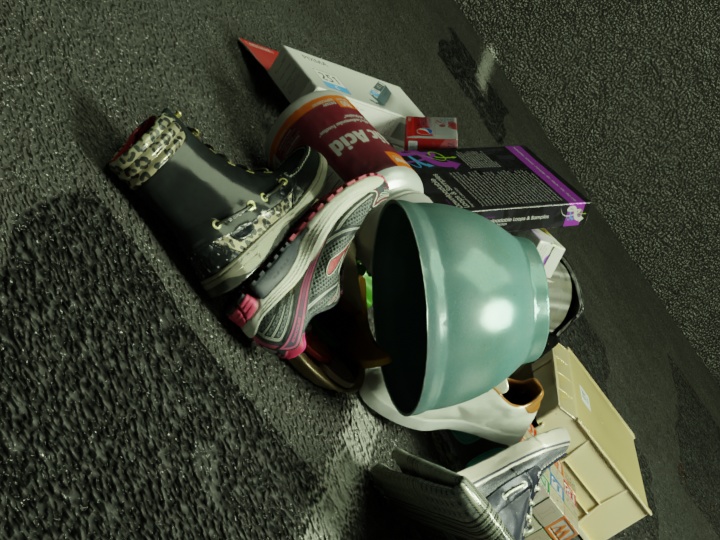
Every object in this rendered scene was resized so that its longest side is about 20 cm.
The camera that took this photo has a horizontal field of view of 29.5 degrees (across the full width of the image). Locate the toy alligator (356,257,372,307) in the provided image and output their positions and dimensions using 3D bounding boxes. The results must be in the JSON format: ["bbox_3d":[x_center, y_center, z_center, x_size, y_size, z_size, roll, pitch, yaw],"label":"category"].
[{"bbox_3d":[0.000,0.000,1.472,0.059,0.054,0.201,41,23,-39],"label":"toy alligator"}]

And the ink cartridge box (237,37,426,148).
[{"bbox_3d":[-0.030,-0.228,1.660,0.199,0.045,0.176,13,30,-44],"label":"ink cartridge box"}]

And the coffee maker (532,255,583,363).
[{"bbox_3d":[0.134,0.053,1.595,0.199,0.193,0.135,7,25,-41],"label":"coffee maker"}]

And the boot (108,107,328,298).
[{"bbox_3d":[-0.120,-0.090,1.205,0.154,0.073,0.204,49,43,-15],"label":"boot"}]

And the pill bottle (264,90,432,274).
[{"bbox_3d":[-0.005,-0.089,1.444,0.200,0.114,0.114,49,12,31],"label":"pill bottle"}]

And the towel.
[{"bbox_3d":[0.102,0.242,1.191,0.193,0.035,0.200,53,-18,-12],"label":"towel"}]

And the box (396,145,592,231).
[{"bbox_3d":[0.137,-0.091,1.523,0.199,0.036,0.143,-4,33,-29],"label":"box"}]

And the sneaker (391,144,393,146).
[{"bbox_3d":[0.016,-0.095,1.647,0.203,0.077,0.146,62,21,18],"label":"sneaker"}]

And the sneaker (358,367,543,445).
[{"bbox_3d":[0.095,0.115,1.380,0.199,0.085,0.073,12,34,-26],"label":"sneaker"}]

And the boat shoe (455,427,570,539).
[{"bbox_3d":[0.147,0.227,1.354,0.199,0.075,0.093,-19,78,-35],"label":"boat shoe"}]

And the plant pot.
[{"bbox_3d":[0.097,0.031,1.285,0.200,0.133,0.202,177,-90,-77],"label":"plant pot"}]

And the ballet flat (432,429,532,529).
[{"bbox_3d":[0.124,0.197,1.452,0.072,0.072,0.201,22,38,-61],"label":"ballet flat"}]

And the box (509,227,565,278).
[{"bbox_3d":[0.169,-0.058,1.568,0.038,0.042,0.200,18,19,-29],"label":"box"}]

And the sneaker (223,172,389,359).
[{"bbox_3d":[-0.037,-0.009,1.217,0.075,0.200,0.081,44,-25,-9],"label":"sneaker"}]

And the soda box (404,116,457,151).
[{"bbox_3d":[0.081,-0.081,1.644,0.070,0.063,0.201,-87,179,-62],"label":"soda box"}]

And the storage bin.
[{"bbox_3d":[0.279,0.220,1.776,0.199,0.093,0.200,51,19,-16],"label":"storage bin"}]

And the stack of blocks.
[{"bbox_3d":[0.167,0.210,1.548,0.200,0.058,0.115,53,18,-12],"label":"stack of blocks"}]

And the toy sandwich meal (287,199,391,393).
[{"bbox_3d":[-0.038,0.021,1.305,0.205,0.070,0.206,49,19,-23],"label":"toy sandwich meal"}]
